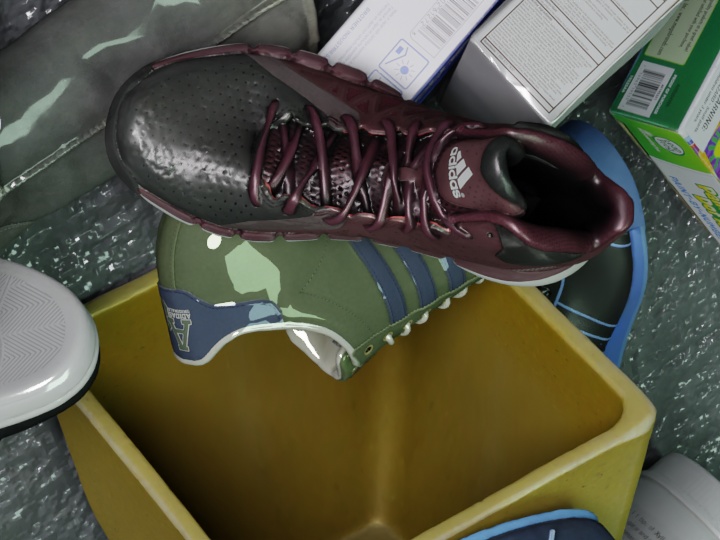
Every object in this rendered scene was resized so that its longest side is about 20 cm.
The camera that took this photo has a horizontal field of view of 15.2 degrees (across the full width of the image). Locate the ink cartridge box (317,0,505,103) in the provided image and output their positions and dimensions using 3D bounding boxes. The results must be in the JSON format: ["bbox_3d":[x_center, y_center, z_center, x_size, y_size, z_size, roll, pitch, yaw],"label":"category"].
[{"bbox_3d":[0.057,-0.140,1.109,0.200,0.044,0.094,-49,180,2],"label":"ink cartridge box"}]

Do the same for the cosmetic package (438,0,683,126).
[{"bbox_3d":[0.081,-0.093,1.116,0.083,0.051,0.200,-42,179,-4],"label":"cosmetic package"}]

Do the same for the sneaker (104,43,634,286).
[{"bbox_3d":[0.011,-0.044,0.992,0.199,0.115,0.076,10,86,-14],"label":"sneaker"}]

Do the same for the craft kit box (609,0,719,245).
[{"bbox_3d":[0.214,-0.104,1.264,0.200,0.048,0.198,-62,144,-12],"label":"craft kit box"}]

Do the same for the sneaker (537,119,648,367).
[{"bbox_3d":[0.083,0.024,1.278,0.078,0.070,0.200,-27,137,-31],"label":"sneaker"}]

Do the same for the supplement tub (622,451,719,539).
[{"bbox_3d":[0.131,0.206,1.416,0.200,0.132,0.132,-40,139,-7],"label":"supplement tub"}]

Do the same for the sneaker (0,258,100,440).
[{"bbox_3d":[-0.173,0.054,1.035,0.199,0.073,0.112,-8,149,20],"label":"sneaker"}]

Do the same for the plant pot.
[{"bbox_3d":[-0.005,0.110,1.189,0.195,0.194,0.200,-28,142,-21],"label":"plant pot"}]

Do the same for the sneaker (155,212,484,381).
[{"bbox_3d":[0.000,0.000,1.112,0.200,0.067,0.090,1,100,-36],"label":"sneaker"}]

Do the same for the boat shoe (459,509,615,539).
[{"bbox_3d":[0.026,0.163,1.051,0.200,0.069,0.084,-27,146,-21],"label":"boat shoe"}]

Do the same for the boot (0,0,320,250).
[{"bbox_3d":[-0.115,-0.086,1.023,0.200,0.073,0.182,-31,151,-9],"label":"boot"}]
